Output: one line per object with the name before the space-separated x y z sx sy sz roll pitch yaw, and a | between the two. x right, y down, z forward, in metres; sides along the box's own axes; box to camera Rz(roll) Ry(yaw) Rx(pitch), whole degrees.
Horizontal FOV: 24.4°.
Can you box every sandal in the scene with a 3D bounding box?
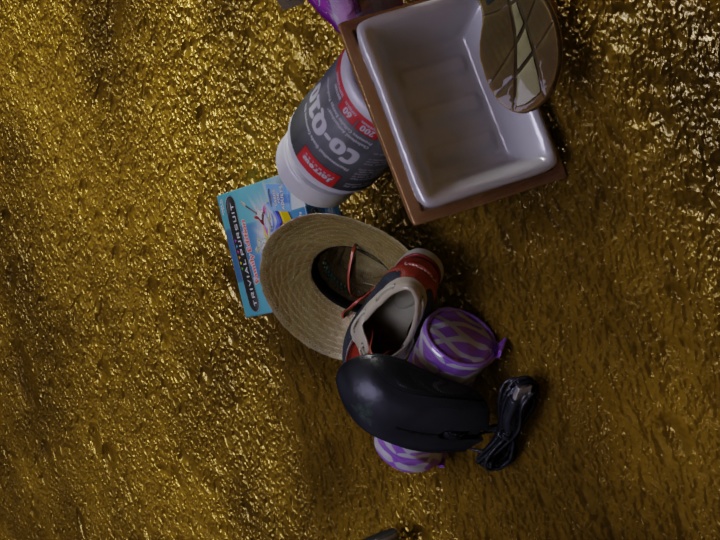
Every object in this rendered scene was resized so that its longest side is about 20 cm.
sandal | 0.142 -0.230 1.492 0.080 0.054 0.202 -32 57 29

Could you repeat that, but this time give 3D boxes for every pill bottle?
pill bottle | -0.006 -0.148 1.697 0.200 0.113 0.115 -44 66 54

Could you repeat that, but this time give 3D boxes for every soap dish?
soap dish | 0.081 -0.150 1.536 0.081 0.156 0.202 127 123 -71

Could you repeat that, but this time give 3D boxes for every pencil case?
pencil case | 0.077 0.128 1.712 0.085 0.084 0.201 25 136 4

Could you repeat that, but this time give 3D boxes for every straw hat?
straw hat | 0.000 0.000 1.765 0.199 0.085 0.203 12 129 16

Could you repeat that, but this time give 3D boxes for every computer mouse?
computer mouse | 0.069 0.141 1.635 0.053 0.198 0.139 -75 1 -46

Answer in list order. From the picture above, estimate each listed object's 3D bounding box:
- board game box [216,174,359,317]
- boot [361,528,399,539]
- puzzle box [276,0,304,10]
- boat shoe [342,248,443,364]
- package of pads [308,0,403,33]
board game box | -0.087 -0.032 1.931 0.199 0.047 0.153 -13 91 58
boot | 0.019 0.387 1.906 0.152 0.073 0.200 67 151 16
puzzle box | -0.106 -0.376 1.665 0.133 0.025 0.202 50 -155 -66
boat shoe | 0.026 0.063 1.702 0.071 0.063 0.201 29 132 -1
package of pads | -0.028 -0.308 1.546 0.121 0.075 0.200 49 172 24
